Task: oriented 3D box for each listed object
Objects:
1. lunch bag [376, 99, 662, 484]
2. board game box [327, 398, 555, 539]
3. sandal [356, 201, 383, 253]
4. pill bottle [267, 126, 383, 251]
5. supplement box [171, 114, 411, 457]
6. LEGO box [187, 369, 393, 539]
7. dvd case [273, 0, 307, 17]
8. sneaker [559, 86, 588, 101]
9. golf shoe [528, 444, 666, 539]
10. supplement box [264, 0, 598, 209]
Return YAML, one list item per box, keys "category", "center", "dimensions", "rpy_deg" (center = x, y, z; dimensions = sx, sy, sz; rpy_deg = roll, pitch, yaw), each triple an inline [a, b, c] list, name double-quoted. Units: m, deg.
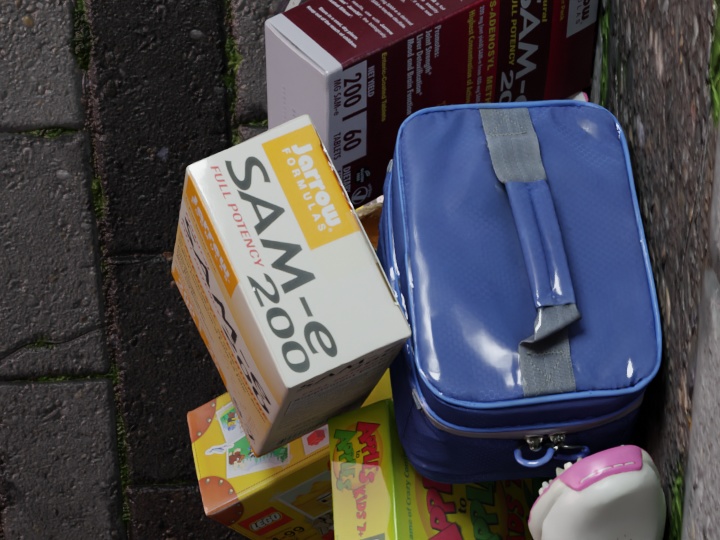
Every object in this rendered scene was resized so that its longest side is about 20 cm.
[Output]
- category: "lunch bag"
  center: [0.081, 0.014, 1.007]
  dimensions: [0.133, 0.134, 0.202]
  rpy_deg: [92, 172, -61]
- category: "board game box"
  center: [0.066, 0.149, 1.108]
  dimensions: [0.199, 0.047, 0.103]
  rpy_deg: [21, -123, -45]
- category: "sandal"
  center: [-0.003, 0.003, 1.206]
  dimensions: [0.078, 0.069, 0.213]
  rpy_deg: [-41, -24, -37]
- category: "pill bottle"
  center: [0.034, -0.055, 1.288]
  dimensions: [0.199, 0.114, 0.115]
  rpy_deg: [30, 132, 42]
- category: "supplement box"
  center: [-0.044, 0.016, 1.029]
  dimensions: [0.127, 0.073, 0.200]
  rpy_deg: [64, 166, 11]
- category: "LEGO box"
  center: [0.017, 0.102, 1.197]
  dimensions: [0.149, 0.199, 0.078]
  rpy_deg: [37, -150, -50]
- category: "dvd case"
  center: [0.017, -0.168, 1.232]
  dimensions: [0.149, 0.016, 0.200]
  rpy_deg: [-61, 43, 23]
- category: "sneaker"
  center: [0.097, -0.012, 1.147]
  dimensions: [0.081, 0.087, 0.202]
  rpy_deg: [98, 169, -76]
- category: "golf shoe"
  center: [0.129, 0.167, 0.977]
  dimensions: [0.201, 0.075, 0.092]
  rpy_deg: [88, 163, -51]
- category: "supplement box"
  center: [0.043, -0.120, 1.073]
  dimensions: [0.061, 0.199, 0.110]
  rpy_deg: [41, 148, 34]
